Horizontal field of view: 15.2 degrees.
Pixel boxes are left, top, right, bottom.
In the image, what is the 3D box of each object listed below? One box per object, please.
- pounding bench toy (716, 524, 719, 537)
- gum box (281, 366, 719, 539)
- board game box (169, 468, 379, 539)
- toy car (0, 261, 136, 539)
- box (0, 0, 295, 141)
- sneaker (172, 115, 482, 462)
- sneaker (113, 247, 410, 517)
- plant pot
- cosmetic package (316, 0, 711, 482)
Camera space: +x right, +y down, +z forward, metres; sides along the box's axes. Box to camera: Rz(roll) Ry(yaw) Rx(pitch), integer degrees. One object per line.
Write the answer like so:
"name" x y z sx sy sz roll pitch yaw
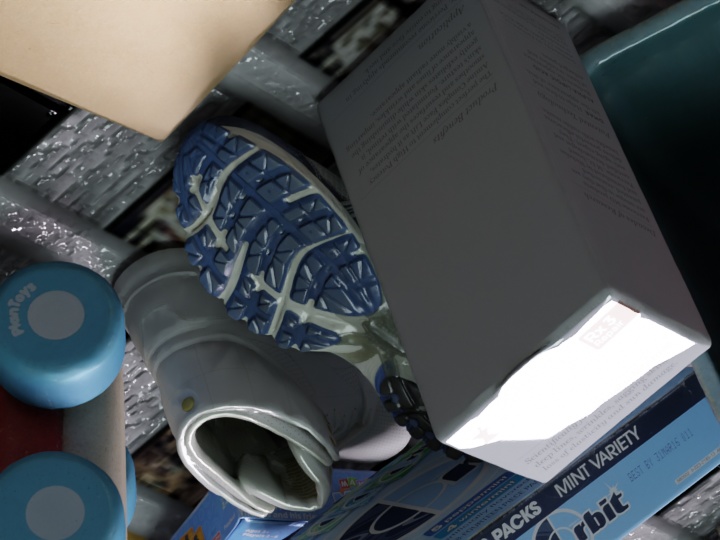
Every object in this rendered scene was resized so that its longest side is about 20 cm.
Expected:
"pounding bench toy" 0.187 0.236 1.534 0.156 0.124 0.200 -39 137 22
"gum box" 0.059 0.106 1.232 0.170 0.200 0.045 -35 100 -16
"board game box" -0.037 0.166 1.405 0.151 0.037 0.200 6 145 -28
"toy car" -0.202 0.106 1.206 0.199 0.177 0.185 -1 150 -3
"box" -0.108 -0.139 1.064 0.200 0.021 0.163 21 125 -39
"sneaker" 0.000 0.000 1.206 0.200 0.085 0.077 42 120 -11
"sneaker" -0.032 0.077 1.270 0.074 0.116 0.200 -39 139 20
"plant pot" 0.236 -0.020 1.223 0.195 0.197 0.200 -28 153 9
"cosmetic package" 0.060 -0.021 1.128 0.074 0.200 0.102 25 124 -41
